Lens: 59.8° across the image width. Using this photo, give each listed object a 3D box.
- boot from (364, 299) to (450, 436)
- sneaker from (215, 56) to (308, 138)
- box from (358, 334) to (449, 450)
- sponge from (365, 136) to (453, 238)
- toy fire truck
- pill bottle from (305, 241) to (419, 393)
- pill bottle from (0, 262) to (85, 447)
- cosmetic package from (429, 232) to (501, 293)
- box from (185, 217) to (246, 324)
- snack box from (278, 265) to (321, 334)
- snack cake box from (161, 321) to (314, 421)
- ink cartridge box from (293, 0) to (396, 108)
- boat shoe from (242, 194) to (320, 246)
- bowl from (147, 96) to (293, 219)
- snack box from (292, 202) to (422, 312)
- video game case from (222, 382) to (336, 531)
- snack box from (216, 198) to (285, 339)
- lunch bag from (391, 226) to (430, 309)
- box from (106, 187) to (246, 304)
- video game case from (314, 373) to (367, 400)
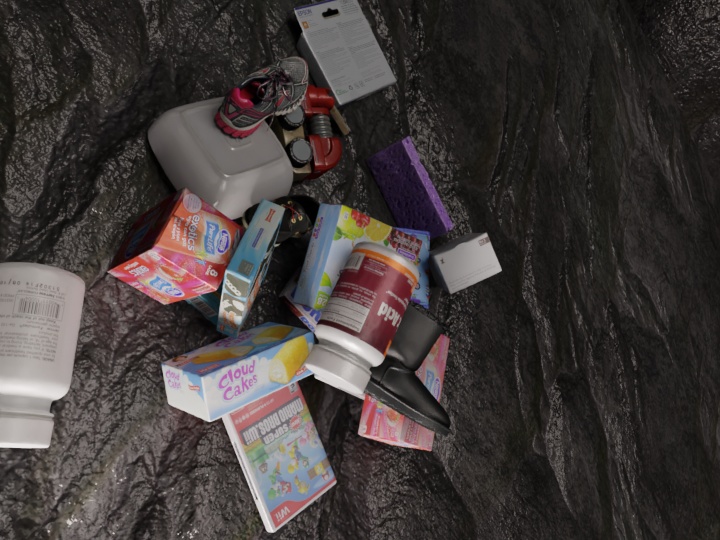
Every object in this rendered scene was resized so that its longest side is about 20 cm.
[{"bbox_3d":[0.089,0.149,1.007,0.196,0.073,0.164,30,77,3],"label":"boot"},{"bbox_3d":[-0.140,-0.281,0.982,0.080,0.075,0.201,41,52,-5],"label":"sneaker"},{"bbox_3d":[0.079,0.202,1.103,0.094,0.102,0.204,28,66,-40],"label":"box"},{"bbox_3d":[0.097,-0.155,1.258,0.030,0.111,0.202,-36,102,-43],"label":"sponge"},{"bbox_3d":[-0.078,-0.255,1.142,0.197,0.128,0.179,-9,84,-32],"label":"toy fire truck"},{"bbox_3d":[0.002,0.071,0.936,0.114,0.113,0.203,34,72,-29],"label":"pill bottle"},{"bbox_3d":[-0.399,0.102,0.740,0.113,0.113,0.204,15,68,-37],"label":"pill bottle"},{"bbox_3d":[0.196,-0.018,1.235,0.200,0.111,0.082,-72,138,-85],"label":"cosmetic package"},{"bbox_3d":[-0.199,-0.020,0.998,0.082,0.049,0.202,44,53,-24],"label":"box"},{"bbox_3d":[-0.056,0.086,1.109,0.200,0.024,0.072,47,54,-22],"label":"snack box"},{"bbox_3d":[-0.174,0.142,0.921,0.198,0.114,0.069,-20,109,-43],"label":"snack cake box"},{"bbox_3d":[-0.036,-0.444,1.271,0.199,0.040,0.202,-34,100,-42],"label":"ink cartridge box"},{"bbox_3d":[-0.119,-0.086,0.987,0.074,0.063,0.201,55,21,5],"label":"boat shoe"},{"bbox_3d":[-0.209,-0.192,0.989,0.198,0.075,0.201,-27,77,-42],"label":"bowl"},{"bbox_3d":[0.000,0.000,1.048,0.198,0.067,0.172,21,84,-40],"label":"snack box"},{"bbox_3d":[-0.126,0.278,0.987,0.142,0.017,0.203,-24,94,-44],"label":"video game case"},{"bbox_3d":[-0.155,0.004,0.867,0.037,0.201,0.118,23,60,-4],"label":"snack box"},{"bbox_3d":[0.027,-0.007,1.183,0.197,0.094,0.154,10,74,-27],"label":"lunch bag"},{"bbox_3d":[-0.253,-0.026,0.846,0.099,0.199,0.097,35,63,-28],"label":"box"},{"bbox_3d":[0.009,0.152,1.120,0.199,0.017,0.145,32,64,-39],"label":"video game case"}]
